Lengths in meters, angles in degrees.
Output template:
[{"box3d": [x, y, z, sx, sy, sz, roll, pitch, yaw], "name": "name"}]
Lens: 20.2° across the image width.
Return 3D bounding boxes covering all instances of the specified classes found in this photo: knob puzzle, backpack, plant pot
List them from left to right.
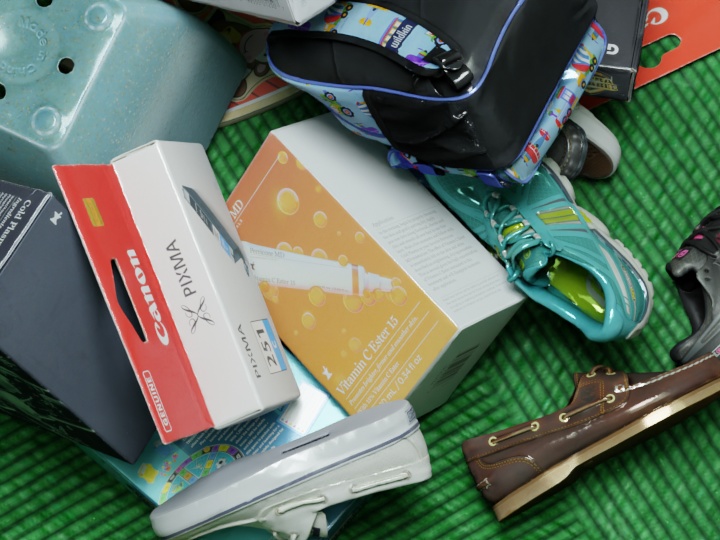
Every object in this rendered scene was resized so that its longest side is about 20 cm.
[{"box3d": [-0.222, -0.137, 1.477, 0.196, 0.200, 0.196, 25, 82, 9], "name": "plant pot"}, {"box3d": [-0.126, -0.198, 1.603, 0.219, 0.030, 0.220, 0, 69, 1], "name": "knob puzzle"}, {"box3d": [0.044, -0.159, 1.408, 0.200, 0.135, 0.183, 9, 58, 36], "name": "backpack"}]

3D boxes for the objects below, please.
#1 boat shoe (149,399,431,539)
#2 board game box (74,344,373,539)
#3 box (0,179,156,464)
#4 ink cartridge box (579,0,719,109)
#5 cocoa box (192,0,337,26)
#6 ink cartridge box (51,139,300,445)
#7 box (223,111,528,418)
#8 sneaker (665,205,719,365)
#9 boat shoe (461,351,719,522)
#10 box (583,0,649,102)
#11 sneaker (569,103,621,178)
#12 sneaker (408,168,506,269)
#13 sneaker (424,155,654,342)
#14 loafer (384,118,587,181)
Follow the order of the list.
[{"box3d": [-0.046, 0.157, 1.401, 0.200, 0.071, 0.070, -23, 98, 2], "name": "boat shoe"}, {"box3d": [-0.091, 0.125, 1.473, 0.200, 0.047, 0.151, 39, 75, 14], "name": "board game box"}, {"box3d": [-0.243, 0.024, 1.401, 0.182, 0.200, 0.104, 14, 66, 40], "name": "box"}, {"box3d": [0.191, -0.242, 1.602, 0.160, 0.047, 0.200, -25, 69, -8], "name": "ink cartridge box"}, {"box3d": [-0.073, -0.265, 1.373, 0.131, 0.134, 0.200, -36, 33, -27], "name": "cocoa box"}, {"box3d": [-0.120, 0.010, 1.374, 0.045, 0.176, 0.200, -23, 86, 16], "name": "ink cartridge box"}, {"box3d": [0.000, 0.000, 1.461, 0.200, 0.124, 0.097, 46, 35, 16], "name": "box"}, {"box3d": [0.272, -0.014, 1.502, 0.084, 0.077, 0.200, 12, 69, 1], "name": "sneaker"}, {"box3d": [0.168, 0.104, 1.452, 0.200, 0.070, 0.070, -28, 75, 0], "name": "boat shoe"}, {"box3d": [0.124, -0.234, 1.540, 0.200, 0.050, 0.199, 10, 60, 8], "name": "box"}, {"box3d": [0.125, -0.150, 1.557, 0.200, 0.073, 0.085, 33, 63, 7], "name": "sneaker"}, {"box3d": [0.092, -0.014, 1.518, 0.199, 0.071, 0.083, 24, 92, 8], "name": "sneaker"}, {"box3d": [0.124, -0.026, 1.428, 0.200, 0.080, 0.078, 41, 118, 11], "name": "sneaker"}, {"box3d": [0.072, -0.101, 1.500, 0.200, 0.072, 0.073, 11, 89, 35], "name": "loafer"}]
